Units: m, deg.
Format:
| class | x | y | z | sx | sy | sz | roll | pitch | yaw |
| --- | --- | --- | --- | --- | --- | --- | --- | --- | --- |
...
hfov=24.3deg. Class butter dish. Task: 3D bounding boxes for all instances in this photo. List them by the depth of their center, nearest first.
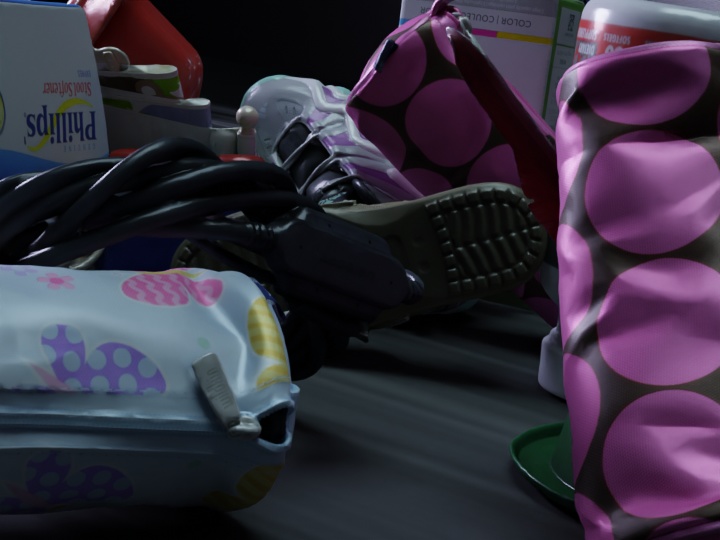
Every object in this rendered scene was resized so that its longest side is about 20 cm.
| class | x | y | z | sx | sy | sz | roll | pitch | yaw |
| --- | --- | --- | --- | --- | --- | --- | --- | --- | --- |
| butter dish | -0.172 | -0.110 | 1.198 | 0.147 | 0.201 | 0.199 | 34 | 4 | -16 |

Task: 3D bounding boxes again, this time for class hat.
| class | x | y | z | sx | sy | sz | roll | pitch | yaw |
| --- | --- | --- | --- | --- | --- | --- | --- | --- | --- |
| hat | 0.148 | 0.007 | 0.685 | 0.198 | 0.178 | 0.165 | 1 | 11 | -35 |

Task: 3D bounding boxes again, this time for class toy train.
| class | x | y | z | sx | sy | sz | roll | pitch | yaw |
| --- | --- | --- | --- | --- | --- | --- | --- | --- | --- |
| toy train | -0.150 | -0.024 | 0.933 | 0.199 | 0.086 | 0.115 | 0 | 2 | -42 |

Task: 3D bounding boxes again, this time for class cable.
| class | x | y | z | sx | sy | sz | roll | pitch | yaw |
| --- | --- | --- | --- | --- | --- | --- | --- | --- | --- |
| cable | -0.082 | 0.003 | 0.670 | 0.162 | 0.051 | 0.199 | -19 | -25 | 39 |

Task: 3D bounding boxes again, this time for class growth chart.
| class | x | y | z | sx | sy | sz | roll | pitch | yaw |
| --- | --- | --- | --- | --- | --- | --- | --- | --- | --- |
| growth chart | -0.151 | -0.080 | 1.037 | 0.198 | 0.146 | 0.018 | 18 | 42 | 7 |

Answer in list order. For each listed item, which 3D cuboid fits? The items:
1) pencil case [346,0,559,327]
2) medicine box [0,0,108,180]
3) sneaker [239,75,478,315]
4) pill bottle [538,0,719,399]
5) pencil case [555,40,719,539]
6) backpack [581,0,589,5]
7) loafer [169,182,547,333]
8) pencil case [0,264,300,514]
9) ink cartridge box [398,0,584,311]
| class | x | y | z | sx | sy | sz | roll | pitch | yaw |
| --- | --- | --- | --- | --- | --- | --- | --- | --- | --- |
| pencil case | 0.084 | -0.060 | 0.963 | 0.200 | 0.094 | 0.091 | 45 | 20 | -4 |
| medicine box | -0.269 | -0.083 | 0.928 | 0.198 | 0.104 | 0.182 | -9 | 4 | 17 |
| sneaker | -0.016 | -0.047 | 1.000 | 0.200 | 0.078 | 0.140 | 39 | 20 | 15 |
| pill bottle | 0.154 | -0.032 | 0.857 | 0.115 | 0.202 | 0.116 | 8 | 9 | -1 |
| pencil case | 0.119 | 0.011 | 0.591 | 0.090 | 0.202 | 0.093 | 16 | -31 | -34 |
| backpack | 0.094 | -0.109 | 1.200 | 0.181 | 0.202 | 0.134 | 9 | 12 | -36 |
| loafer | 0.000 | 0.000 | 0.875 | 0.198 | 0.077 | 0.067 | -6 | -6 | 8 |
| pencil case | -0.119 | 0.041 | 0.544 | 0.198 | 0.084 | 0.091 | 3 | 24 | -32 |
| ink cartridge box | 0.072 | -0.080 | 1.067 | 0.103 | 0.202 | 0.059 | 12 | 9 | 24 |
